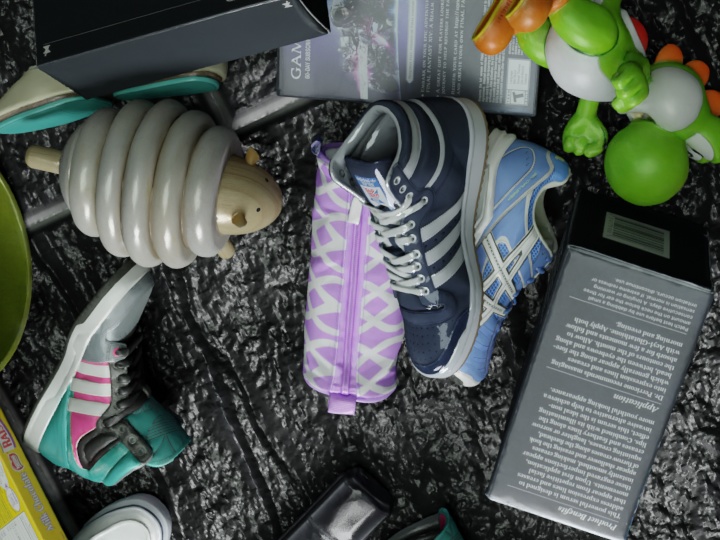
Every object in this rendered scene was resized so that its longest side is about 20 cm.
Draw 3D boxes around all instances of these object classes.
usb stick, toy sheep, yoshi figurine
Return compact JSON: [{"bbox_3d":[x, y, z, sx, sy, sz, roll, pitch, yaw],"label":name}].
[{"bbox_3d":[-0.050,0.244,1.244,0.055,0.033,0.200,38,111,-10],"label":"usb stick"},{"bbox_3d":[-0.155,-0.065,1.105,0.198,0.138,0.139,6,109,7],"label":"toy sheep"},{"bbox_3d":[0.171,-0.118,1.037,0.199,0.113,0.112,34,121,-14],"label":"yoshi figurine"}]

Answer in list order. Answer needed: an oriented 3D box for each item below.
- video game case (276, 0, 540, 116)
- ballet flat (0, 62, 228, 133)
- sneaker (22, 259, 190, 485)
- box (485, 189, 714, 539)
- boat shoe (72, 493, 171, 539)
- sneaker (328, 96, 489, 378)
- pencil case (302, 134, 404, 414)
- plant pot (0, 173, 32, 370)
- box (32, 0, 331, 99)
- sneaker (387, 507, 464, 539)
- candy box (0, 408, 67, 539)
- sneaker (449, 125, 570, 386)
[{"bbox_3d":[0.036,-0.193,1.090,0.198,0.019,0.144,6,109,11],"label":"video game case"},{"bbox_3d":[-0.196,-0.154,1.133,0.198,0.070,0.070,-10,106,13],"label":"ballet flat"},{"bbox_3d":[-0.184,0.097,1.185,0.120,0.084,0.201,34,119,5],"label":"sneaker"},{"bbox_3d":[0.175,0.066,1.076,0.106,0.149,0.202,18,111,6],"label":"box"},{"bbox_3d":[-0.238,0.275,1.273,0.073,0.067,0.200,41,111,-4],"label":"boat shoe"},{"bbox_3d":[0.032,-0.024,1.036,0.070,0.108,0.202,6,94,43],"label":"sneaker"},{"bbox_3d":[0.000,0.000,1.125,0.083,0.086,0.202,2,110,-3],"label":"pencil case"},{"bbox_3d":[-0.397,0.003,1.166,0.191,0.200,0.202,-7,107,27],"label":"plant pot"},{"bbox_3d":[-0.132,-0.220,1.052,0.198,0.079,0.143,-12,72,17],"label":"box"},{"bbox_3d":[0.090,0.252,1.194,0.198,0.084,0.122,-3,117,14],"label":"sneaker"},{"bbox_3d":[-0.303,0.175,1.226,0.102,0.026,0.201,-37,79,50],"label":"candy box"},{"bbox_3d":[0.104,-0.003,1.107,0.076,0.076,0.202,13,111,12],"label":"sneaker"}]
